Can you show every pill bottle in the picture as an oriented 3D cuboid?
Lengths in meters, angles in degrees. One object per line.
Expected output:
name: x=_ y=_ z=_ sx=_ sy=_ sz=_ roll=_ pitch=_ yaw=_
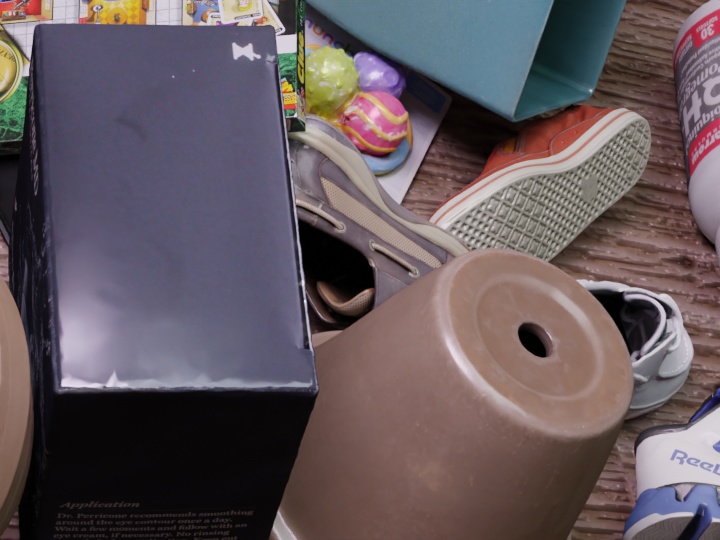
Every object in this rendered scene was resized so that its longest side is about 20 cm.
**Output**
pill bottle: x=0.261 y=-0.077 z=1.621 sx=0.111 sy=0.111 sz=0.200 roll=19 pitch=44 yaw=-20

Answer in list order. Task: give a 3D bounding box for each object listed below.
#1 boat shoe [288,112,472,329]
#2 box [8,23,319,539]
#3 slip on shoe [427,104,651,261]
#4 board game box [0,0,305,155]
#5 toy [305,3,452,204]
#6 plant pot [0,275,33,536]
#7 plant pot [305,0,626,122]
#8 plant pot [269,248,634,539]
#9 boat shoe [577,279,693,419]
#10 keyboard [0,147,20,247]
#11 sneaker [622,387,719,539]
boat shoe: x=0.000 y=0.000 z=1.385 sx=0.200 sy=0.074 sz=0.073 roll=41 pitch=53 yaw=-25
box: x=-0.099 y=0.020 z=1.183 sx=0.117 sy=0.200 sz=0.197 roll=0 pitch=57 yaw=-13
slip on shoe: x=0.097 y=-0.047 z=1.523 sx=0.061 sy=0.074 sz=0.200 roll=19 pitch=37 yaw=34
board game box: x=-0.129 y=-0.116 z=1.340 sx=0.200 sy=0.023 sz=0.105 roll=-5 pitch=71 yaw=8
toy: x=-0.008 y=-0.092 z=1.490 sx=0.115 sy=0.047 sz=0.200 roll=38 pitch=43 yaw=-9
plant pot: x=-0.210 y=0.078 z=1.113 sx=0.093 sy=0.201 sz=0.201 roll=32 pitch=32 yaw=-52
plant pot: x=0.051 y=-0.199 z=1.530 sx=0.200 sy=0.141 sz=0.141 roll=25 pitch=19 yaw=19
plant pot: x=0.046 y=0.085 z=1.277 sx=0.200 sy=0.175 sz=0.200 roll=19 pitch=46 yaw=-21
boat shoe: x=0.144 y=0.036 z=1.434 sx=0.200 sy=0.068 sz=0.072 roll=15 pitch=57 yaw=-51
keyboard: x=-0.157 y=-0.092 z=1.359 sx=0.127 sy=0.021 sz=0.200 roll=-28 pitch=69 yaw=-1
sneaker: x=0.236 y=0.124 z=1.444 sx=0.199 sy=0.081 sz=0.115 roll=16 pitch=48 yaw=-21
